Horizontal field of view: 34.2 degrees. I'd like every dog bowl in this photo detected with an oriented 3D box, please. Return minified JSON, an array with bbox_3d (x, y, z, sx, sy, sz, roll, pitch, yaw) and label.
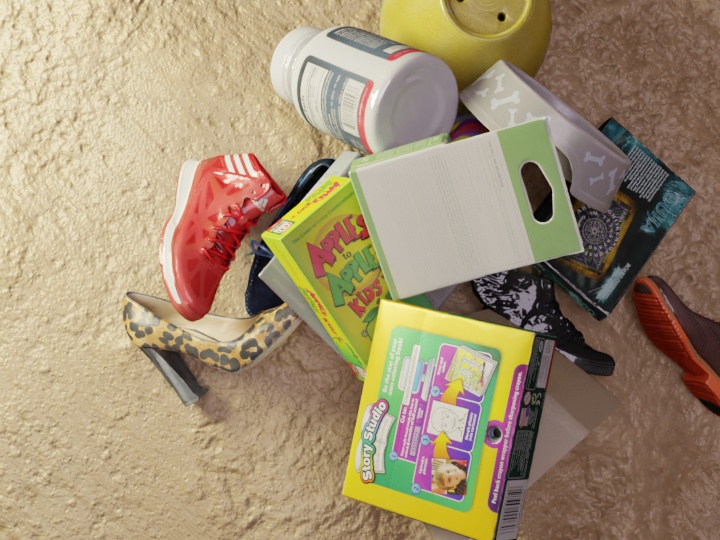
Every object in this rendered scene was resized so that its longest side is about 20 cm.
[{"bbox_3d":[0.198,-0.145,1.226,0.200,0.200,0.059,38,106,-3],"label":"dog bowl"}]

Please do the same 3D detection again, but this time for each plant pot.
[{"bbox_3d":[0.128,-0.285,1.292,0.199,0.142,0.201,0,88,-5],"label":"plant pot"},{"bbox_3d":[0.130,0.152,1.239,0.200,0.200,0.177,-45,77,18],"label":"plant pot"}]

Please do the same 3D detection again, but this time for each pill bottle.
[{"bbox_3d":[-0.003,-0.195,1.246,0.119,0.200,0.120,-21,125,-33],"label":"pill bottle"}]

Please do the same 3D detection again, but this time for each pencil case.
[{"bbox_3d":[0.120,-0.115,1.255,0.088,0.200,0.089,1,106,3],"label":"pencil case"}]

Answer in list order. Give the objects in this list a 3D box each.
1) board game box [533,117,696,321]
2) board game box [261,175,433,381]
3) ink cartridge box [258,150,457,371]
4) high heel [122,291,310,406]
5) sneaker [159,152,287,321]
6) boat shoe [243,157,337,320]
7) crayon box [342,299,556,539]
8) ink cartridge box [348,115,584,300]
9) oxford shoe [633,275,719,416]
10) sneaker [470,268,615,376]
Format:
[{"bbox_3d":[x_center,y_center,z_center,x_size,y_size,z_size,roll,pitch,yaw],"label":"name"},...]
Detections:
[{"bbox_3d":[0.278,-0.060,1.328,0.135,0.028,0.200,41,69,-3],"label":"board game box"},{"bbox_3d":[-0.005,0.012,1.221,0.102,0.048,0.200,-41,115,-17],"label":"board game box"},{"bbox_3d":[0.000,0.000,1.273,0.174,0.044,0.200,-50,117,-12],"label":"ink cartridge box"},{"bbox_3d":[-0.162,0.046,1.267,0.200,0.071,0.143,-34,96,20],"label":"high heel"},{"bbox_3d":[-0.143,-0.047,1.244,0.115,0.078,0.201,-14,60,23],"label":"sneaker"},{"bbox_3d":[-0.082,-0.037,1.295,0.084,0.069,0.201,20,91,8],"label":"boat shoe"},{"bbox_3d":[0.083,0.142,1.132,0.172,0.058,0.201,12,90,34],"label":"crayon box"},{"bbox_3d":[0.104,-0.064,1.152,0.199,0.048,0.146,-15,108,13],"label":"ink cartridge box"},{"bbox_3d":[0.382,0.073,1.336,0.073,0.071,0.200,-42,109,-12],"label":"oxford shoe"},{"bbox_3d":[0.206,0.045,1.328,0.199,0.060,0.105,18,91,-1],"label":"sneaker"}]
